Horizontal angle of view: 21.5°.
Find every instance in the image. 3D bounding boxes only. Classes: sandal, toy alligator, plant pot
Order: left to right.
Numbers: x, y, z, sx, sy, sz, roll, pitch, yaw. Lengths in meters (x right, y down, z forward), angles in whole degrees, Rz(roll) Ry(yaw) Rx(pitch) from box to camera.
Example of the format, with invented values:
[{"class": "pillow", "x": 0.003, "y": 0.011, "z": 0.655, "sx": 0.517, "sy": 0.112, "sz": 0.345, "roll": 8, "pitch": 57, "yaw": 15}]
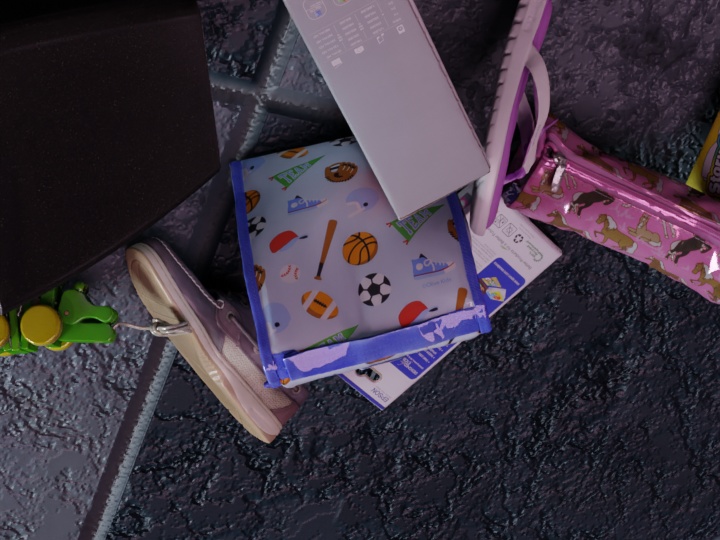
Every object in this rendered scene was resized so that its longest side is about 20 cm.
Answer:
[{"class": "plant pot", "x": -0.202, "y": -0.123, "z": 1.260, "sx": 0.177, "sy": 0.200, "sz": 0.201, "roll": -18, "pitch": 127, "yaw": -19}, {"class": "toy alligator", "x": -0.226, "y": 0.031, "z": 1.421, "sx": 0.199, "sy": 0.059, "sz": 0.055, "roll": -6, "pitch": 83, "yaw": 4}, {"class": "sandal", "x": 0.120, "y": -0.121, "z": 1.368, "sx": 0.050, "sy": 0.082, "sz": 0.204, "roll": 13, "pitch": 79, "yaw": 4}]

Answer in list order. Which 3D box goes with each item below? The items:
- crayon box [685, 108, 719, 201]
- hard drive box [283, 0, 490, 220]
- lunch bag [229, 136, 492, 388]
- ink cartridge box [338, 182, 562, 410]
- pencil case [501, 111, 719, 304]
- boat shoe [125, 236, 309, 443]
[{"class": "crayon box", "x": 0.360, "y": -0.098, "z": 1.458, "sx": 0.058, "sy": 0.172, "sz": 0.201, "roll": -12, "pitch": 132, "yaw": -47}, {"class": "hard drive box", "x": 0.003, "y": -0.162, "z": 1.312, "sx": 0.077, "sy": 0.156, "sz": 0.200, "roll": -28, "pitch": 126, "yaw": 3}, {"class": "lunch bag", "x": 0.000, "y": 0.000, "z": 1.381, "sx": 0.169, "sy": 0.200, "sz": 0.124, "roll": -15, "pitch": 126, "yaw": 1}, {"class": "ink cartridge box", "x": 0.058, "y": 0.019, "z": 1.527, "sx": 0.200, "sy": 0.037, "sz": 0.095, "roll": -43, "pitch": 126, "yaw": 10}, {"class": "pencil case", "x": 0.209, "y": -0.047, "z": 1.457, "sx": 0.199, "sy": 0.087, "sz": 0.083, "roll": 25, "pitch": 124, "yaw": -4}, {"class": "boat shoe", "x": -0.109, "y": 0.045, "z": 1.474, "sx": 0.065, "sy": 0.072, "sz": 0.200, "roll": -42, "pitch": 116, "yaw": -17}]
